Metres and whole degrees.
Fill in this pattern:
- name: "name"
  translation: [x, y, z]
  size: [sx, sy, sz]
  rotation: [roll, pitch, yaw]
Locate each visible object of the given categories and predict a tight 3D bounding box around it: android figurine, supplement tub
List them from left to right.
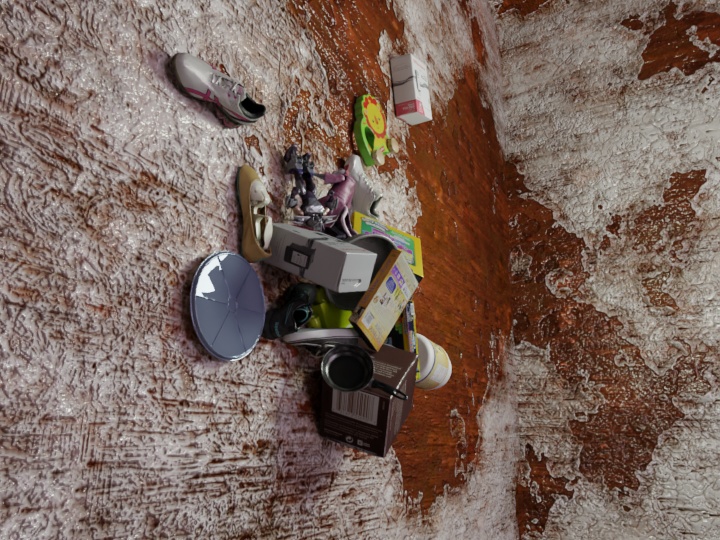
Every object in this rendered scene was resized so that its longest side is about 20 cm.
- name: "android figurine"
  translation: [-0.065, 0.123, 1.380]
  size: [0.182, 0.041, 0.201]
  rotation: [-36, 115, -60]
- name: "supplement tub"
  translation: [0.180, 0.275, 1.708]
  size: [0.200, 0.144, 0.145]
  rotation: [35, 54, -56]

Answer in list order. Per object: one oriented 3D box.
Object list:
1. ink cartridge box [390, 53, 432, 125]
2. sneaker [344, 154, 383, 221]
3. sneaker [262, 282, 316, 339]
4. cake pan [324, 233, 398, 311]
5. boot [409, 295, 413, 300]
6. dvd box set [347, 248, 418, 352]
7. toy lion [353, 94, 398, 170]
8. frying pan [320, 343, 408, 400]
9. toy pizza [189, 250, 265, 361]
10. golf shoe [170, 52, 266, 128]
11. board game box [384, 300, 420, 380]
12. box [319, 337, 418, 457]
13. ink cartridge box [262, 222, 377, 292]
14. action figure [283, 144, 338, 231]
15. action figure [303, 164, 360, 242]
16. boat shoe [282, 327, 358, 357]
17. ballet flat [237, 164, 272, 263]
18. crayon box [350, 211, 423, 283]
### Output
- name: "ink cartridge box"
  translation: [0.174, -0.618, 1.972]
  size: [0.145, 0.084, 0.201]
  rotation: [-5, 86, -63]
- name: "sneaker"
  translation: [0.014, -0.215, 1.548]
  size: [0.078, 0.099, 0.201]
  rotation: [-22, 104, -62]
- name: "sneaker"
  translation: [-0.130, 0.086, 1.224]
  size: [0.200, 0.079, 0.076]
  rotation: [-53, 129, -55]
- name: "cake pan"
  translation: [0.000, 0.000, 1.338]
  size: [0.037, 0.200, 0.201]
  rotation: [45, -9, 49]
- name: "boot"
  translation: [0.096, 0.041, 1.531]
  size: [0.199, 0.174, 0.070]
  rotation: [16, 102, -25]
- name: "dvd box set"
  translation: [0.057, 0.070, 1.328]
  size: [0.201, 0.029, 0.146]
  rotation: [-58, 144, -18]
- name: "toy lion"
  translation: [0.031, -0.412, 1.680]
  size: [0.193, 0.068, 0.200]
  rotation: [66, 32, -17]
- name: "frying pan"
  translation: [0.009, 0.215, 1.226]
  size: [0.031, 0.189, 0.115]
  rotation: [102, -4, -52]
- name: "toy pizza"
  translation: [-0.245, 0.065, 1.056]
  size: [0.200, 0.032, 0.202]
  rotation: [23, 64, -58]
- name: "golf shoe"
  translation: [-0.257, -0.338, 1.062]
  size: [0.200, 0.092, 0.073]
  rotation: [31, 58, -55]
- name: "board game box"
  translation: [0.061, 0.182, 1.475]
  size: [0.057, 0.164, 0.201]
  rotation: [0, 84, -62]
- name: "box"
  translation: [0.022, 0.287, 1.333]
  size: [0.200, 0.165, 0.165]
  rotation: [-42, 140, -58]
- name: "ink cartridge box"
  translation: [-0.085, -0.028, 1.191]
  size: [0.145, 0.199, 0.084]
  rotation: [-1, 110, -63]
- name: "action figure"
  translation: [-0.117, -0.173, 1.272]
  size: [0.130, 0.069, 0.201]
  rotation: [3, 61, -45]
- name: "action figure"
  translation: [-0.056, -0.174, 1.367]
  size: [0.134, 0.148, 0.201]
  rotation: [43, 61, -43]
- name: "boat shoe"
  translation: [-0.082, 0.159, 1.266]
  size: [0.199, 0.070, 0.064]
  rotation: [4, 86, -40]
- name: "ballet flat"
  translation: [-0.202, -0.115, 1.145]
  size: [0.069, 0.063, 0.201]
  rotation: [6, 78, -61]
- name: "crayon box"
  translation: [0.058, -0.052, 1.475]
  size: [0.199, 0.058, 0.173]
  rotation: [22, 33, -14]
